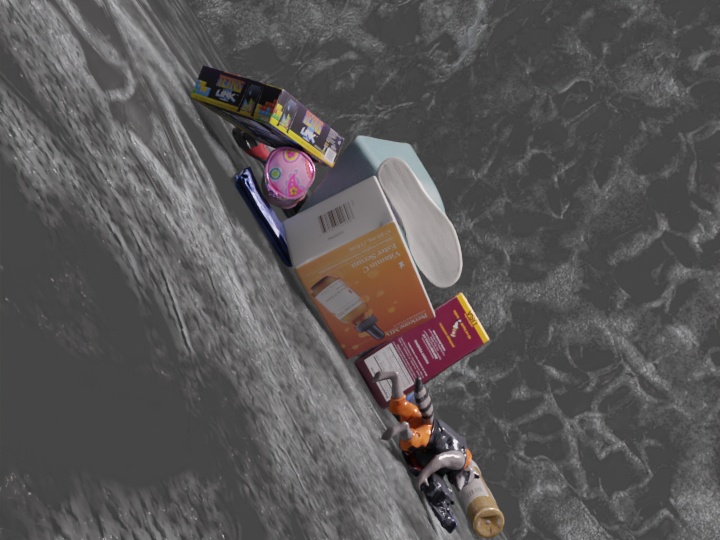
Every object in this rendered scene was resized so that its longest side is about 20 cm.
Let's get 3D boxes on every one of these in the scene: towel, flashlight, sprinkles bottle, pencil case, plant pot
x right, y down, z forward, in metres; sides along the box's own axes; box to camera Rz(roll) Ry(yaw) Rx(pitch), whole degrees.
[{"bbox_3d":[-0.136,-0.085,1.125,0.147,0.024,0.200,59,1,-12],"label":"towel"},{"bbox_3d":[-0.160,-0.185,1.392,0.069,0.066,0.202,-99,165,-52],"label":"flashlight"},{"bbox_3d":[0.238,0.468,1.578,0.069,0.067,0.200,57,3,-17],"label":"sprinkles bottle"},{"bbox_3d":[-0.124,-0.149,1.251,0.089,0.086,0.200,57,-6,-6],"label":"pencil case"},{"bbox_3d":[0.042,-0.089,1.357,0.202,0.197,0.194,52,28,19],"label":"plant pot"}]

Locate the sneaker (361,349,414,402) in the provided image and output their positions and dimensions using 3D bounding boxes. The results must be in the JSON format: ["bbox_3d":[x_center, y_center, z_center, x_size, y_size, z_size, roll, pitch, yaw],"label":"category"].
[{"bbox_3d":[0.038,0.148,1.339,0.081,0.074,0.203,21,39,-48],"label":"sneaker"}]

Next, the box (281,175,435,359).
[{"bbox_3d":[0.000,0.000,1.077,0.107,0.149,0.202,-112,175,-48],"label":"box"}]

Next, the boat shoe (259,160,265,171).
[{"bbox_3d":[-0.201,-0.263,1.688,0.201,0.073,0.060,50,8,-10],"label":"boat shoe"}]

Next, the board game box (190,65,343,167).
[{"bbox_3d":[-0.140,-0.238,1.188,0.163,0.058,0.199,24,-1,28],"label":"board game box"}]

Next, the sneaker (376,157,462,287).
[{"bbox_3d":[0.093,-0.067,1.132,0.204,0.072,0.116,64,5,9],"label":"sneaker"}]

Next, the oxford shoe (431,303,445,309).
[{"bbox_3d":[0.104,0.141,1.385,0.072,0.201,0.085,16,35,-42],"label":"oxford shoe"}]

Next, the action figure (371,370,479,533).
[{"bbox_3d":[0.100,0.242,1.025,0.194,0.104,0.201,46,5,-30],"label":"action figure"}]

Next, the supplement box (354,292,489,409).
[{"bbox_3d":[0.097,0.129,1.196,0.087,0.197,0.110,57,2,11],"label":"supplement box"}]
